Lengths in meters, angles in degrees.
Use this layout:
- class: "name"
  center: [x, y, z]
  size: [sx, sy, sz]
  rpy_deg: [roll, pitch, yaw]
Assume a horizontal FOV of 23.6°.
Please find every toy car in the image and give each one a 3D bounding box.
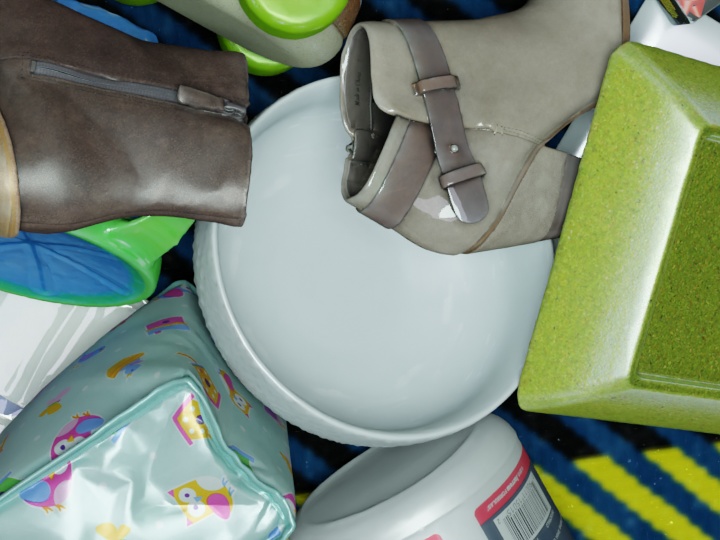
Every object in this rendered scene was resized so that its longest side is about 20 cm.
- class: "toy car"
  center: [-0.044, -0.219, 0.874]
  size: [0.158, 0.164, 0.200]
  rpy_deg: [28, 85, -7]

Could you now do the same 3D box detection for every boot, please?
- class: "boot"
  center: [0.061, -0.105, 0.893]
  size: [0.146, 0.070, 0.200]
  rpy_deg: [11, 73, -27]
- class: "boot"
  center: [-0.139, -0.100, 0.821]
  size: [0.166, 0.072, 0.200]
  rpy_deg: [0, 57, -13]

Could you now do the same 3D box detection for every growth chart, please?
- class: "growth chart"
  center: [-0.157, 0.065, 0.976]
  size: [0.200, 0.018, 0.145]
  rpy_deg: [37, 96, -8]

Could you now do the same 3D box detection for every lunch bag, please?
- class: "lunch bag"
  center: [-0.139, 0.120, 0.892]
  size: [0.200, 0.170, 0.122]
  rpy_deg: [-36, 106, 5]

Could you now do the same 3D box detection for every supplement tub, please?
- class: "supplement tub"
  center: [0.063, 0.192, 0.946]
  size: [0.140, 0.140, 0.200]
  rpy_deg: [-29, 99, 2]

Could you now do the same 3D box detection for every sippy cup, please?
- class: "sippy cup"
  center: [-0.157, -0.064, 0.893]
  size: [0.178, 0.140, 0.130]
  rpy_deg: [12, 71, -2]

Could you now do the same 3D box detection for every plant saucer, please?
- class: "plant saucer"
  center: [0.197, -0.004, 0.923]
  size: [0.200, 0.048, 0.200]
  rpy_deg: [9, 99, -34]

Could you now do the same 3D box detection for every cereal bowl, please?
- class: "cereal bowl"
  center: [0.000, 0.000, 0.923]
  size: [0.200, 0.083, 0.200]
  rpy_deg: [7, 73, -24]

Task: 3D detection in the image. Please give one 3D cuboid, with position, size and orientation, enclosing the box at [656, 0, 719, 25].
- class: "box"
  center: [0.216, -0.245, 0.930]
  size: [0.200, 0.040, 0.137]
  rpy_deg: [-36, 100, 0]

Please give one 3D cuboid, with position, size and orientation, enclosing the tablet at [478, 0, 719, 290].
- class: "tablet"
  center: [0.169, -0.042, 0.979]
  size: [0.130, 0.014, 0.200]
  rpy_deg: [30, 96, -7]
